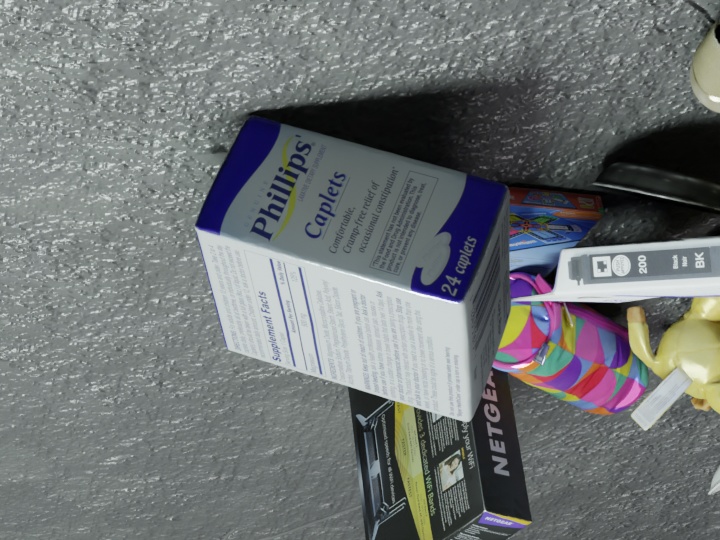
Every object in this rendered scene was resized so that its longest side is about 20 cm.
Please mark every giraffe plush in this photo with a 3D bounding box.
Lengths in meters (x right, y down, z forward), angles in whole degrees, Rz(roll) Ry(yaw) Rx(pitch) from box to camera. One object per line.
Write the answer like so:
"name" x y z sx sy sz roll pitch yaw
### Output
"giraffe plush" 0.324 0.070 1.783 0.199 0.173 0.162 -30 168 12

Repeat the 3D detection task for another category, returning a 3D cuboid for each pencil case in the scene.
"pencil case" 0.168 0.062 1.751 0.088 0.089 0.200 -24 155 23

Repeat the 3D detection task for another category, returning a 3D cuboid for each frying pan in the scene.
"frying pan" 0.255 -0.053 1.562 0.114 0.031 0.189 11 -178 -45

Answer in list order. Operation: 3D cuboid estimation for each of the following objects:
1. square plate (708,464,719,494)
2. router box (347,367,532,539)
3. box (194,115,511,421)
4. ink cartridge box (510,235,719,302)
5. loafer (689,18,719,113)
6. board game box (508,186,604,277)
"square plate" 0.428 0.122 1.949 0.199 0.029 0.198 -20 159 -33
"router box" 0.062 0.148 1.763 0.052 0.201 0.157 16 142 -32
"box" 0.000 0.000 1.511 0.199 0.105 0.184 16 152 13
"ink cartridge box" 0.238 0.000 1.611 0.199 0.044 0.198 -5 176 33
"loafer" 0.325 -0.156 1.454 0.198 0.076 0.068 -13 156 7
"board game box" 0.078 -0.033 1.640 0.199 0.020 0.103 5 149 -25
